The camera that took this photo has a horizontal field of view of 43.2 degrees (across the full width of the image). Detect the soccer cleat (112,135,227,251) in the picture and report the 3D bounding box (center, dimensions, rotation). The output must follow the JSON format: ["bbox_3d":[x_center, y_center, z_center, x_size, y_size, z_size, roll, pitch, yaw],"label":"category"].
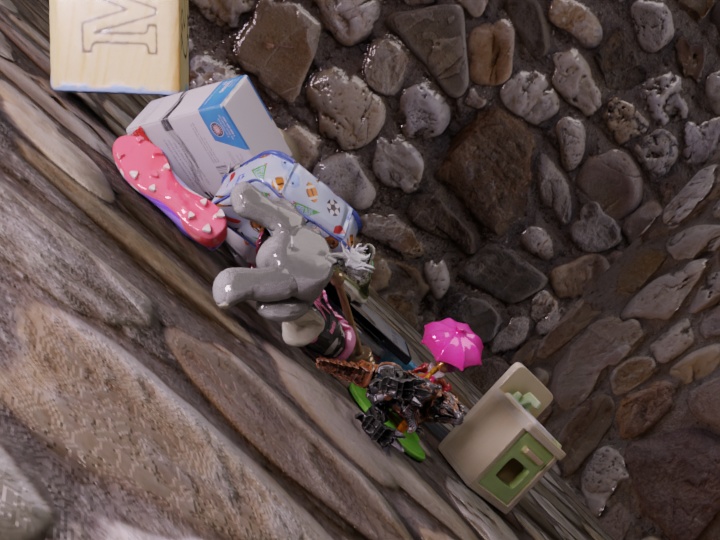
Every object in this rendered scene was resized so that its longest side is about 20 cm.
[{"bbox_3d":[-0.262,-0.103,1.239,0.199,0.067,0.077,39,-28,6],"label":"soccer cleat"}]

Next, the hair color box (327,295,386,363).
[{"bbox_3d":[-0.050,0.079,1.498,0.099,0.061,0.200,40,5,-46],"label":"hair color box"}]

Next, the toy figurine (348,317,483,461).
[{"bbox_3d":[0.104,0.156,1.317,0.150,0.184,0.200,44,2,20],"label":"toy figurine"}]

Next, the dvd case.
[{"bbox_3d":[0.005,0.074,1.516,0.200,0.018,0.143,43,4,-5],"label":"dvd case"}]

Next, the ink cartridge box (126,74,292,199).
[{"bbox_3d":[-0.222,-0.187,1.331,0.197,0.085,0.146,-5,-50,34],"label":"ink cartridge box"}]

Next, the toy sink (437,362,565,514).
[{"bbox_3d":[0.252,0.279,1.500,0.130,0.200,0.112,42,2,-39],"label":"toy sink"}]

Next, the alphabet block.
[{"bbox_3d":[-0.369,-0.378,1.414,0.193,0.204,0.195,0,11,-8],"label":"alphabet block"}]

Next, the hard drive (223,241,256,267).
[{"bbox_3d":[-0.190,-0.036,1.520,0.132,0.027,0.200,42,5,-38],"label":"hard drive"}]

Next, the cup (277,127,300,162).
[{"bbox_3d":[-0.198,-0.147,1.656,0.200,0.198,0.145,41,29,-47],"label":"cup"}]

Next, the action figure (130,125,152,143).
[{"bbox_3d":[-0.268,-0.114,1.315,0.200,0.052,0.066,48,7,-17],"label":"action figure"}]

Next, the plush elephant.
[{"bbox_3d":[-0.099,0.006,1.143,0.197,0.155,0.167,9,61,-20],"label":"plush elephant"}]

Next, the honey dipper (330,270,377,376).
[{"bbox_3d":[-0.014,0.082,1.365,0.038,0.038,0.202,47,-22,54],"label":"honey dipper"}]

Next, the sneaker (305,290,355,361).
[{"bbox_3d":[-0.089,0.053,1.311,0.095,0.079,0.200,22,17,-50],"label":"sneaker"}]

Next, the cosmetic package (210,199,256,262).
[{"bbox_3d":[-0.199,-0.095,1.423,0.050,0.084,0.200,2,28,-43],"label":"cosmetic package"}]

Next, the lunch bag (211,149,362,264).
[{"bbox_3d":[-0.109,-0.077,1.268,0.199,0.076,0.159,39,-37,-25],"label":"lunch bag"}]

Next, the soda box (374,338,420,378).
[{"bbox_3d":[0.060,0.178,1.599,0.200,0.064,0.068,42,3,-29],"label":"soda box"}]

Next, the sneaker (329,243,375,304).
[{"bbox_3d":[0.000,0.000,1.476,0.077,0.089,0.200,41,5,4],"label":"sneaker"}]

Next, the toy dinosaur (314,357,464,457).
[{"bbox_3d":[0.039,0.163,1.169,0.196,0.104,0.136,2,15,1],"label":"toy dinosaur"}]
